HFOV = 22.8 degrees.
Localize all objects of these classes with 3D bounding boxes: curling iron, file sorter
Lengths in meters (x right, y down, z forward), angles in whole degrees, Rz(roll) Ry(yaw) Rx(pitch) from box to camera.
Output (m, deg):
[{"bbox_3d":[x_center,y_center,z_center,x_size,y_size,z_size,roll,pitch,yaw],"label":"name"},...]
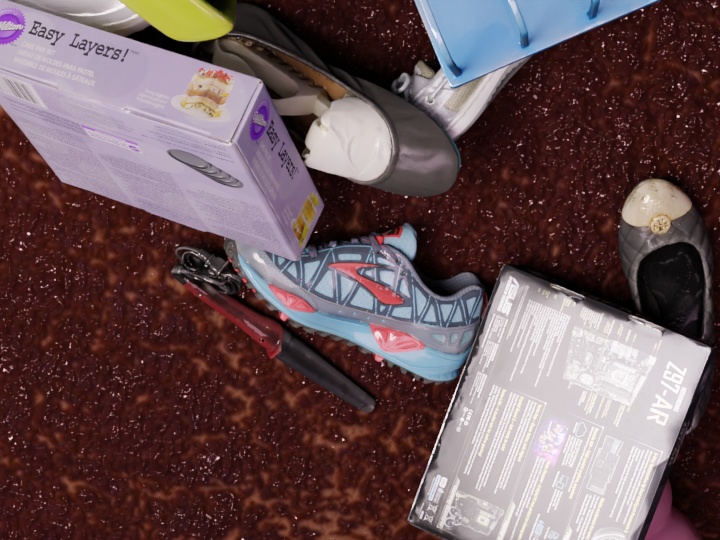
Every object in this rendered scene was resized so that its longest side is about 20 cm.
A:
[{"bbox_3d":[-0.062,0.048,1.303,0.200,0.049,0.026,42,67,-27],"label":"curling iron"},{"bbox_3d":[0.117,-0.215,1.072,0.199,0.123,0.140,-22,91,6],"label":"file sorter"}]

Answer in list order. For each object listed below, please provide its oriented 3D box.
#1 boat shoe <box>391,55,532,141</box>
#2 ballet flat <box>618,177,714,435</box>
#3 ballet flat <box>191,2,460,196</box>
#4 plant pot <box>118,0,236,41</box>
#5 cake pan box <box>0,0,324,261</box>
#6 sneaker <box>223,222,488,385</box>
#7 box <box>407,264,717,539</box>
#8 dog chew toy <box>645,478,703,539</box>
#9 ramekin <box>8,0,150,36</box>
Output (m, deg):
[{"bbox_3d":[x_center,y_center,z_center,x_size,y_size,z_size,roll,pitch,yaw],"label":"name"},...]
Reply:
[{"bbox_3d":[0.068,-0.143,1.181,0.065,0.074,0.202,41,110,-7],"label":"boat shoe"},{"bbox_3d":[0.226,0.025,1.278,0.066,0.057,0.201,-12,118,6],"label":"ballet flat"},{"bbox_3d":[-0.030,-0.101,1.156,0.199,0.068,0.068,34,125,17],"label":"ballet flat"},{"bbox_3d":[-0.099,-0.248,0.954,0.200,0.199,0.182,36,108,-19],"label":"plant pot"},{"bbox_3d":[-0.135,-0.086,1.131,0.199,0.053,0.184,18,161,19],"label":"cake pan box"},{"bbox_3d":[0.000,0.000,1.267,0.199,0.079,0.096,24,104,-20],"label":"sneaker"},{"bbox_3d":[0.142,0.116,1.262,0.159,0.044,0.201,21,96,17],"label":"box"},{"bbox_3d":[0.184,0.183,1.334,0.124,0.125,0.201,-19,103,11],"label":"dog chew toy"},{"bbox_3d":[-0.172,-0.237,1.114,0.201,0.094,0.204,0,119,1],"label":"ramekin"}]
